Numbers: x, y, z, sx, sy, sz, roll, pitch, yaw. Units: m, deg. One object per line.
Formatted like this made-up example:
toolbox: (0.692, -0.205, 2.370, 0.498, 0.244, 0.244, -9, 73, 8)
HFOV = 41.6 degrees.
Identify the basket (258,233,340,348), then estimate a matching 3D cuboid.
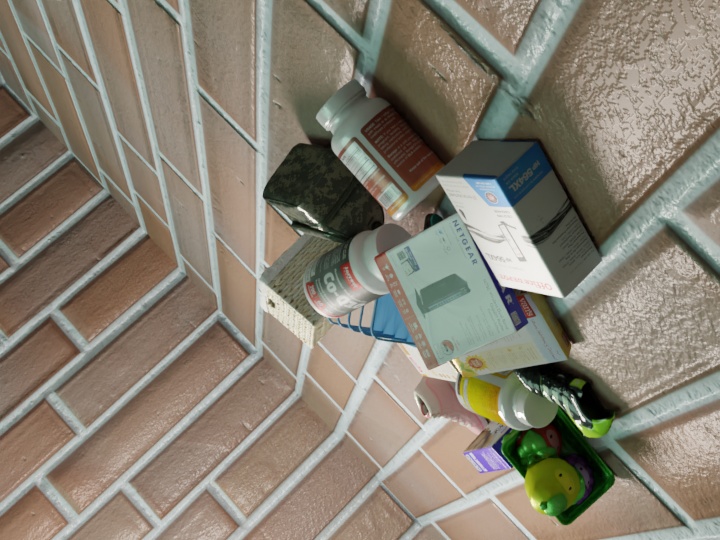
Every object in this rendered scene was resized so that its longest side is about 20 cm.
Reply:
basket: (-0.101, 0.033, 2.041, 0.161, 0.200, 0.198, 42, 162, 10)

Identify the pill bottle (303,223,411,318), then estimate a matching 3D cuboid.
pill bottle: (0.000, 0.000, 1.633, 0.114, 0.114, 0.199, 51, 136, -10)

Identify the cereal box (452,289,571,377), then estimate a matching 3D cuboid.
cereal box: (0.221, 0.097, 1.523, 0.198, 0.040, 0.145, -15, 121, 35)

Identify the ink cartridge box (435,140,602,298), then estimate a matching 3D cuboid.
ink cartridge box: (0.211, -0.070, 1.266, 0.201, 0.084, 0.146, 56, 161, -22)

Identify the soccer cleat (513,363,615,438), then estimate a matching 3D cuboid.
soccer cleat: (0.338, 0.194, 1.576, 0.200, 0.067, 0.081, 40, 145, 18)

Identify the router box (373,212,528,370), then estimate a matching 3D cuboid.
router box: (0.138, 0.029, 1.471, 0.179, 0.049, 0.202, -29, 86, 36)

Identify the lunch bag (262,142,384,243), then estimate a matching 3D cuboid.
lunch bag: (-0.060, -0.126, 1.725, 0.167, 0.140, 0.199, 38, 170, -30)

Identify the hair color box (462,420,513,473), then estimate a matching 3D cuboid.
hair color box: (0.289, 0.350, 1.929, 0.065, 0.109, 0.200, 46, 162, 5)

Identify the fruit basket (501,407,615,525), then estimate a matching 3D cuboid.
fruit basket: (0.354, 0.360, 1.711, 0.216, 0.155, 0.216, 49, 177, 3)

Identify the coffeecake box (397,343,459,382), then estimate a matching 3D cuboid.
coffeecake box: (0.144, 0.138, 1.882, 0.154, 0.073, 0.200, 52, 162, -13)

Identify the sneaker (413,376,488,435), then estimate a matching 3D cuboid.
sneaker: (0.192, 0.310, 2.086, 0.201, 0.105, 0.075, 51, 160, -13)

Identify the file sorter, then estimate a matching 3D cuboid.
file sorter: (0.036, 0.057, 1.791, 0.121, 0.141, 0.199, 11, -179, -28)

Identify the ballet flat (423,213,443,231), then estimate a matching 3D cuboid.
ballet flat: (0.145, -0.004, 1.573, 0.201, 0.073, 0.073, 53, 162, -21)

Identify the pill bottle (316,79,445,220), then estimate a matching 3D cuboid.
pill bottle: (0.029, -0.183, 1.416, 0.200, 0.112, 0.112, 48, 163, 1)

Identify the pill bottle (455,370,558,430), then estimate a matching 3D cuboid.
pill bottle: (0.266, 0.223, 1.714, 0.110, 0.109, 0.199, 55, 162, -21)
